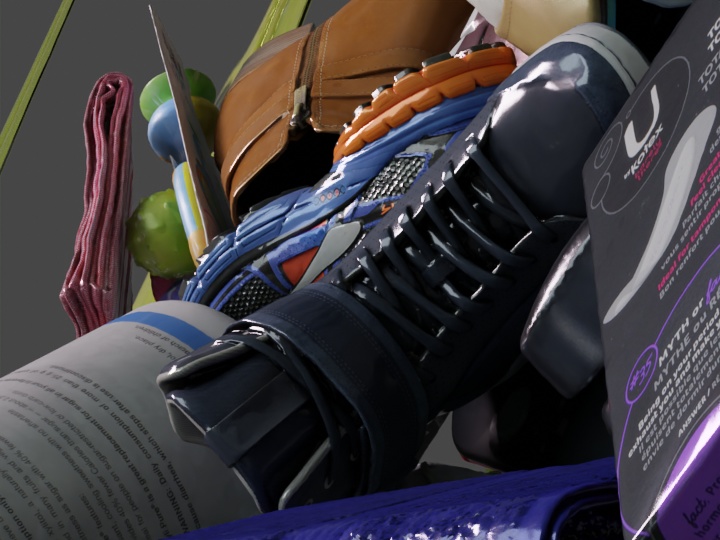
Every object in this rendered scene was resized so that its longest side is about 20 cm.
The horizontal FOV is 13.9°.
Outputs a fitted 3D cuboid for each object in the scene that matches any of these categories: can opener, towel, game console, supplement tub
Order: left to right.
[{"bbox_3d":[-0.116,0.104,1.084,0.200,0.132,0.132,-27,-12,-39],"label":"supplement tub"},{"bbox_3d":[-0.117,0.031,1.335,0.144,0.023,0.200,-88,2,-47],"label":"towel"},{"bbox_3d":[0.021,0.089,0.851,0.200,0.147,0.050,-12,87,39],"label":"towel"},{"bbox_3d":[0.103,-0.015,1.036,0.201,0.031,0.177,-65,14,-4],"label":"game console"},{"bbox_3d":[0.134,-0.027,0.898,0.200,0.079,0.063,-50,9,12],"label":"can opener"}]

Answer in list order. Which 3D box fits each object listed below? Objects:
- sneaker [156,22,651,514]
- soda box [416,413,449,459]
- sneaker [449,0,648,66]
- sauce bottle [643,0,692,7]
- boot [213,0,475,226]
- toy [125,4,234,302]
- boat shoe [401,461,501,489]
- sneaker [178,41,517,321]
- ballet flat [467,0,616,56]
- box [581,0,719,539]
[{"bbox_3d":[0.016,0.011,0.968,0.146,0.077,0.202,-29,-18,-36],"label":"sneaker"},{"bbox_3d":[0.002,0.009,1.277,0.071,0.063,0.200,-58,15,17],"label":"soda box"},{"bbox_3d":[0.103,-0.129,1.190,0.115,0.076,0.201,-24,44,50],"label":"sneaker"},{"bbox_3d":[0.120,-0.158,1.115,0.065,0.065,0.200,-55,8,27],"label":"sauce bottle"},{"bbox_3d":[0.022,-0.092,1.254,0.199,0.077,0.155,-26,21,11],"label":"boot"},{"bbox_3d":[-0.075,-0.010,1.296,0.047,0.115,0.200,-18,45,7],"label":"toy"},{"bbox_3d":[0.036,0.103,1.021,0.067,0.074,0.200,-31,16,4],"label":"boat shoe"},{"bbox_3d":[0.000,0.000,1.123,0.200,0.075,0.079,-45,67,36],"label":"sneaker"},{"bbox_3d":[0.052,-0.134,1.128,0.200,0.063,0.069,-99,11,-54],"label":"ballet flat"},{"bbox_3d":[0.134,-0.003,0.755,0.122,0.106,0.200,-57,16,26],"label":"box"}]
